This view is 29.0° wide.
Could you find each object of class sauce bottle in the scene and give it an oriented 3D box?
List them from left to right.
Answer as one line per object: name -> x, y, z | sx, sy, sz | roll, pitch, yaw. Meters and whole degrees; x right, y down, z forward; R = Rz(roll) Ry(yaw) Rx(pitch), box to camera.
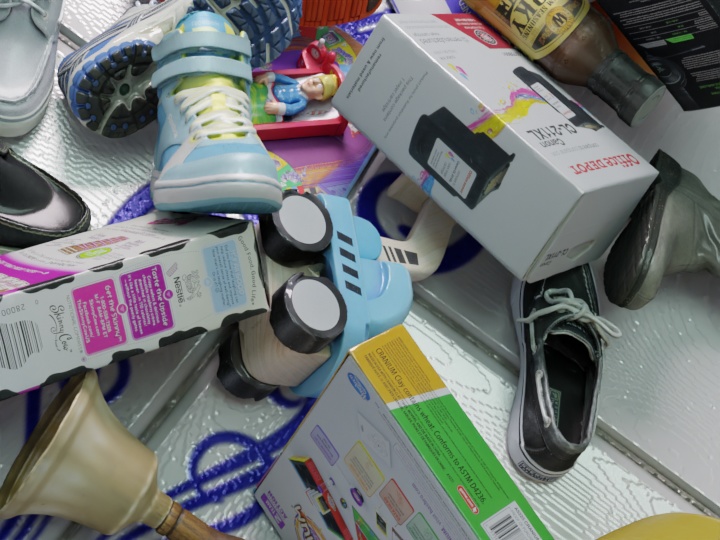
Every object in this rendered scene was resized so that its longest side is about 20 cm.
sauce bottle -> 0.149, -0.189, 1.068 | 0.200, 0.065, 0.065 | 42, 54, 16

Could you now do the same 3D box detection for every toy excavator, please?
toy excavator -> 0.000, 0.000, 0.971 | 0.198, 0.100, 0.196 | 12, 55, -32

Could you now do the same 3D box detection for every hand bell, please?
hand bell -> -0.109, 0.153, 0.837 | 0.199, 0.104, 0.105 | 34, 53, -13

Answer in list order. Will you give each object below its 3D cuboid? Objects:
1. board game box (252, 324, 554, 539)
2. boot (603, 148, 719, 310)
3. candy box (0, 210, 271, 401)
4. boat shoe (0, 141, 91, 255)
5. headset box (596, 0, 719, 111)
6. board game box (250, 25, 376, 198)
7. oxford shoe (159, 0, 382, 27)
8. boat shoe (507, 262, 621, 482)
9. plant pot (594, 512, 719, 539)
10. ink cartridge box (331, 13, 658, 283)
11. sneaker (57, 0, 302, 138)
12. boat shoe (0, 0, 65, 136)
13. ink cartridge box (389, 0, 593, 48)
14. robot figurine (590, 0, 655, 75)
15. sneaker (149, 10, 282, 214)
board game box -> 0.017, 0.145, 0.810 | 0.040, 0.200, 0.154 | -25, 72, -33
boot -> 0.265, -0.012, 1.067 | 0.130, 0.068, 0.200 | 32, 36, 0
candy box -> -0.174, 0.018, 0.847 | 0.199, 0.136, 0.062 | -19, 105, -29
boat shoe -> -0.267, -0.071, 0.910 | 0.199, 0.068, 0.072 | 29, 52, -6
headset box -> 0.268, -0.246, 1.062 | 0.200, 0.092, 0.175 | 42, 63, -30
board game box -> -0.053, -0.137, 1.051 | 0.157, 0.039, 0.201 | 32, 53, -2
oxford shoe -> -0.078, -0.235, 1.076 | 0.198, 0.072, 0.073 | 6, 18, -21
boat shoe -> 0.146, 0.050, 1.002 | 0.073, 0.068, 0.201 | 22, 54, -9
plant pot -> 0.234, 0.237, 0.858 | 0.188, 0.201, 0.202 | -13, 65, -44
ink cartridge box -> 0.101, -0.096, 1.017 | 0.200, 0.083, 0.145 | 44, 29, 19
sneaker -> -0.134, -0.173, 1.006 | 0.199, 0.078, 0.085 | -30, 35, -23
boat shoe -> -0.245, -0.192, 0.987 | 0.069, 0.072, 0.203 | 9, 57, -17
ink cartridge box -> 0.106, -0.282, 1.152 | 0.199, 0.043, 0.200 | -29, 72, 14
robot figurine -> 0.222, -0.241, 1.183 | 0.143, 0.117, 0.201 | -13, 65, -38
sneaker -> -0.097, -0.103, 0.892 | 0.079, 0.200, 0.132 | 1, 95, -20
